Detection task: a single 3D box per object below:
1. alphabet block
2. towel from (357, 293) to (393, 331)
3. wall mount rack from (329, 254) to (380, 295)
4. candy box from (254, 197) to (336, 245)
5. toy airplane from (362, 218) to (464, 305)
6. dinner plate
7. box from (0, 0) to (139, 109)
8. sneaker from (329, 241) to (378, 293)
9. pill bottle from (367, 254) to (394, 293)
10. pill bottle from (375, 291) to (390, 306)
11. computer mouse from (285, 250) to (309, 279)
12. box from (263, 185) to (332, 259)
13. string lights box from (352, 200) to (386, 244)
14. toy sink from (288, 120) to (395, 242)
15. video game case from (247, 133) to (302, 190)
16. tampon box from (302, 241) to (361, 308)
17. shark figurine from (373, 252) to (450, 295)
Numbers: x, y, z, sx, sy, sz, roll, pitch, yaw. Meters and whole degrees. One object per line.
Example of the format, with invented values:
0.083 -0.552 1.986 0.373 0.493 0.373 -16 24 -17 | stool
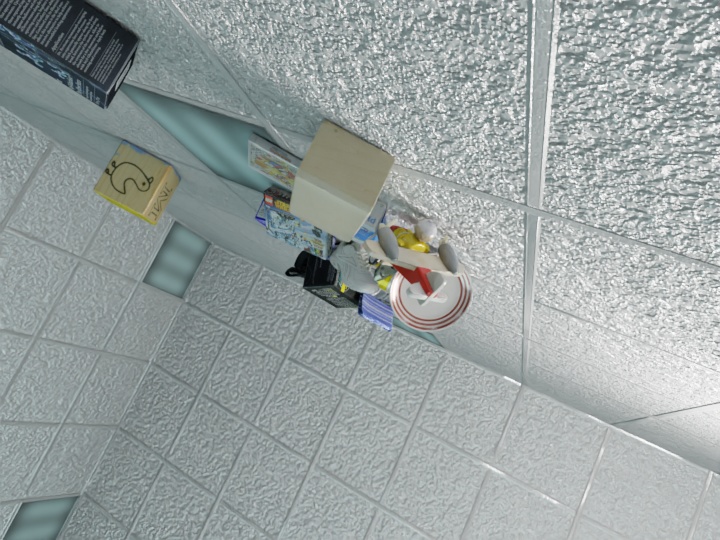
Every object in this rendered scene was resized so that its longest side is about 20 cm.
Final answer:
-0.776 -0.302 1.805 0.193 0.202 0.196 26 171 -5 | alphabet block
0.061 0.086 1.683 0.144 0.202 0.024 31 142 -28 | towel
0.000 0.000 1.470 0.200 0.074 0.174 49 -176 20 | wall mount rack
-0.188 -0.124 1.530 0.167 0.078 0.200 19 167 30 | candy box
0.110 -0.029 1.000 0.197 0.143 0.200 28 -162 7 | toy airplane
0.166 0.051 1.211 0.198 0.202 0.024 28 -162 -10 | dinner plate
-0.485 -0.379 0.841 0.199 0.108 0.148 32 170 -27 | box
-0.011 -0.021 1.289 0.077 0.100 0.200 5 -150 -38 | sneaker
0.099 0.012 1.372 0.198 0.110 0.109 26 171 3 | pill bottle
0.150 0.088 1.669 0.199 0.107 0.106 31 170 -25 | pill bottle
-0.181 -0.036 1.856 0.136 0.053 0.201 11 -148 6 | computer mouse
-0.163 -0.125 1.345 0.198 0.040 0.138 24 134 20 | box
-0.001 -0.110 1.130 0.102 0.060 0.200 25 171 5 | string lights box
-0.037 -0.145 0.874 0.129 0.113 0.200 27 166 -4 | toy sink
-0.160 -0.214 1.114 0.180 0.023 0.200 28 171 -10 | video game case
-0.070 0.020 1.677 0.125 0.152 0.200 -5 156 32 | tampon box
0.143 -0.023 1.242 0.211 0.130 0.090 10 -161 -7 | shark figurine
